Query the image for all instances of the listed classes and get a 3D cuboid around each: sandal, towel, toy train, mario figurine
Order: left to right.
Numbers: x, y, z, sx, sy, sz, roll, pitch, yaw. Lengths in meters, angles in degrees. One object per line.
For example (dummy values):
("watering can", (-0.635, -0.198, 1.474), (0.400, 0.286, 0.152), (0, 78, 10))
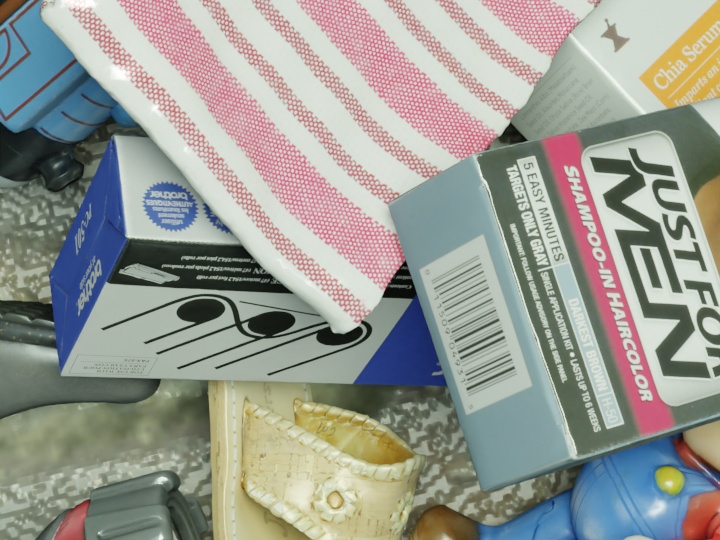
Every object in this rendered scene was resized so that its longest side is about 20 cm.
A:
("toy train", (-0.099, -0.107, 0.936), (0.200, 0.087, 0.115), (-36, 84, 33))
("sandal", (-0.012, 0.067, 0.965), (0.069, 0.078, 0.213), (-18, 83, 33))
("towel", (0.004, -0.100, 0.862), (0.146, 0.030, 0.200), (46, 64, -17))
("mario figurine", (0.107, 0.065, 0.956), (0.200, 0.106, 0.124), (-31, 66, 7))

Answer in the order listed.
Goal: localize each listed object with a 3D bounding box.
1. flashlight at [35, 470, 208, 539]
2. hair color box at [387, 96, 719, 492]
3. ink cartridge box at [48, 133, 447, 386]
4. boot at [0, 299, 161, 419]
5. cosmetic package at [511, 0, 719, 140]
("flashlight", (-0.150, 0.127, 0.933), (0.199, 0.068, 0.068), (-15, 90, 10))
("hair color box", (0.118, -0.003, 0.863), (0.199, 0.061, 0.099), (-14, 83, -32))
("ink cartridge box", (0.000, 0.000, 0.920), (0.199, 0.094, 0.044), (2, 59, -21))
("boot", (-0.169, 0.077, 0.983), (0.199, 0.070, 0.132), (1, 91, 10))
("cosmetic package", (0.086, -0.108, 0.968), (0.200, 0.071, 0.101), (46, 63, 0))
